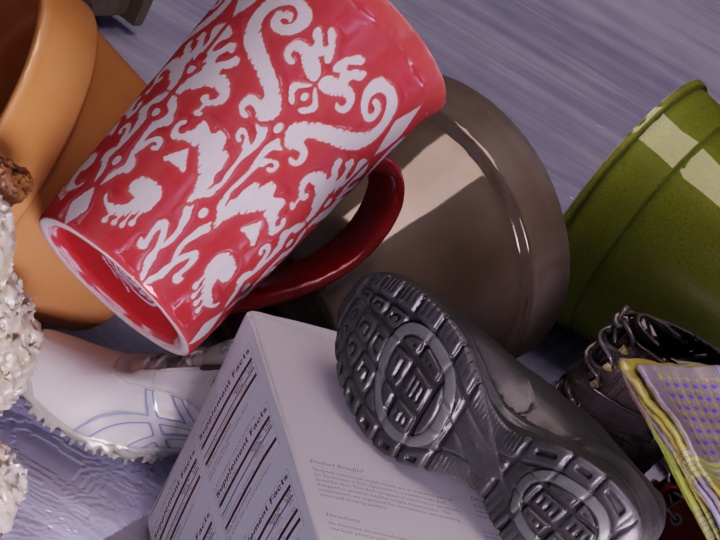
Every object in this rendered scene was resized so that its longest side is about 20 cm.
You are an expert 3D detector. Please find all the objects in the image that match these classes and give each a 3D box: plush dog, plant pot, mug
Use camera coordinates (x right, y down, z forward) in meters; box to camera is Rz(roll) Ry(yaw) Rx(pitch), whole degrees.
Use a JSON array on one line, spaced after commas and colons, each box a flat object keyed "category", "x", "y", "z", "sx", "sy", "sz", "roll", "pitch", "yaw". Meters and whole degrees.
[{"category": "plush dog", "x": -0.224, "y": 0.021, "z": 1.202, "sx": 0.160, "sy": 0.172, "sz": 0.200, "roll": 20, "pitch": 28, "yaw": -15}, {"category": "plant pot", "x": 0.248, "y": 0.006, "z": 1.673, "sx": 0.193, "sy": 0.201, "sz": 0.200, "roll": 40, "pitch": 28, "yaw": 13}, {"category": "plant pot", "x": 0.000, "y": 0.000, "z": 1.475, "sx": 0.200, "sy": 0.201, "sz": 0.173, "roll": 38, "pitch": 45, "yaw": 21}, {"category": "mug", "x": -0.053, "y": -0.048, "z": 1.295, "sx": 0.178, "sy": 0.200, "sz": 0.133, "roll": 47, "pitch": -17, "yaw": -17}, {"category": "plant pot", "x": -0.188, "y": -0.056, "z": 1.382, "sx": 0.140, "sy": 0.200, "sz": 0.200, "roll": 33, "pitch": 21, "yaw": -28}]

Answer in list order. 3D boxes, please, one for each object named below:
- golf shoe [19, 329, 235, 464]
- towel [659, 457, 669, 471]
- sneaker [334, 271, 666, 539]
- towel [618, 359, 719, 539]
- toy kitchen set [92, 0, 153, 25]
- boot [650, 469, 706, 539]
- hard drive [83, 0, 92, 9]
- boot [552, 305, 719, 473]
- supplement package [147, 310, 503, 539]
[{"category": "golf shoe", "x": -0.098, "y": 0.065, "z": 1.333, "sx": 0.199, "sy": 0.098, "sz": 0.078, "roll": 25, "pitch": 27, "yaw": -3}, {"category": "towel", "x": 0.292, "y": 0.174, "z": 1.594, "sx": 0.143, "sy": 0.023, "sz": 0.200, "roll": 5, "pitch": 34, "yaw": -37}, {"category": "sneaker", "x": 0.068, "y": 0.077, "z": 1.179, "sx": 0.200, "sy": 0.076, "sz": 0.091, "roll": 46, "pitch": 21, "yaw": 18}, {"category": "towel", "x": 0.242, "y": 0.105, "z": 1.325, "sx": 0.199, "sy": 0.023, "sz": 0.144, "roll": 5, "pitch": 43, "yaw": -34}, {"category": "toy kitchen set", "x": -0.200, "y": -0.310, "z": 1.825, "sx": 0.200, "sy": 0.181, "sz": 0.163, "roll": 38, "pitch": 27, "yaw": 23}, {"category": "boot", "x": 0.157, "y": 0.137, "z": 1.394, "sx": 0.199, "sy": 0.145, "sz": 0.073, "roll": 14, "pitch": 30, "yaw": -23}, {"category": "hard drive", "x": -0.269, "y": -0.131, "z": 1.490, "sx": 0.199, "sy": 0.135, "sz": 0.042, "roll": 2, "pitch": 51, "yaw": -45}, {"category": "boot", "x": 0.117, "y": 0.076, "z": 1.419, "sx": 0.199, "sy": 0.174, "sz": 0.069, "roll": 18, "pitch": 45, "yaw": -21}, {"category": "supplement package", "x": 0.015, "y": 0.154, "z": 1.220, "sx": 0.190, "sy": 0.148, "sz": 0.200, "roll": 15, "pitch": 28, "yaw": -23}]
